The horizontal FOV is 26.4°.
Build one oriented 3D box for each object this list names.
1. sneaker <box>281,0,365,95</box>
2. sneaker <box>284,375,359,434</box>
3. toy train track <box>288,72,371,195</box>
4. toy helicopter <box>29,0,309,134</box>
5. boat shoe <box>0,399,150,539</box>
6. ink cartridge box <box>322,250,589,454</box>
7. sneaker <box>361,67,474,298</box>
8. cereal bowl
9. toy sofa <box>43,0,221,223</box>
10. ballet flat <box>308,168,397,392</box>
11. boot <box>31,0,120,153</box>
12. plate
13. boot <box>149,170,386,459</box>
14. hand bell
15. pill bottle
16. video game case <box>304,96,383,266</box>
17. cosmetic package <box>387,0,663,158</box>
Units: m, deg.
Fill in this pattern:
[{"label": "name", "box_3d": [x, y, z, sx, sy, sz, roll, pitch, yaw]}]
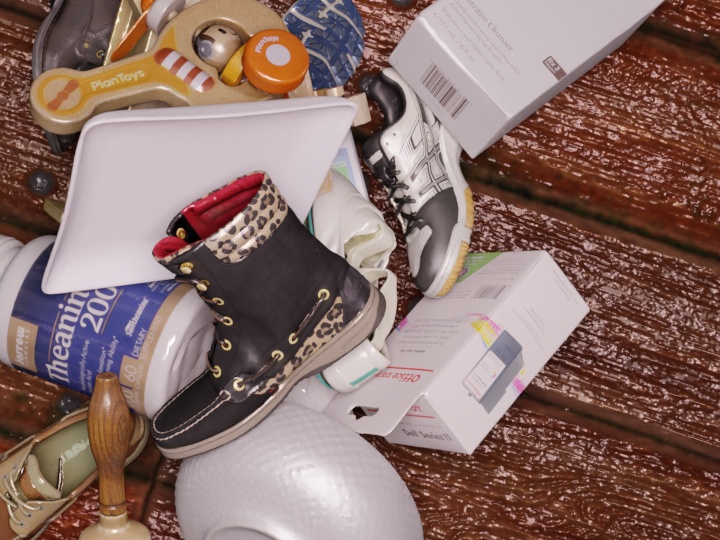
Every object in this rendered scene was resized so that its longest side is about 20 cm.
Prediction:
[{"label": "sneaker", "box_3d": [-0.074, -0.149, 1.233, 0.077, 0.085, 0.200, 47, 64, -28]}, {"label": "sneaker", "box_3d": [-0.074, 0.091, 1.228, 0.115, 0.074, 0.200, -16, 93, -5]}, {"label": "toy train track", "box_3d": [-0.069, -0.102, 1.163, 0.200, 0.033, 0.115, -20, 103, -33]}, {"label": "toy helicopter", "box_3d": [-0.144, -0.150, 1.097, 0.200, 0.079, 0.132, -20, 71, -23]}, {"label": "boat shoe", "box_3d": [-0.258, 0.165, 1.219, 0.200, 0.074, 0.076, -40, 87, -6]}, {"label": "ink cartridge box", "box_3d": [0.070, 0.075, 1.189, 0.200, 0.117, 0.067, -47, 112, -23]}, {"label": "sneaker", "box_3d": [0.040, -0.073, 1.237, 0.088, 0.076, 0.200, 10, 63, -20]}, {"label": "cereal bowl", "box_3d": [-0.057, 0.201, 1.162, 0.200, 0.200, 0.083, 35, 42, 1]}, {"label": "toy sofa", "box_3d": [-0.168, -0.120, 1.187, 0.098, 0.083, 0.200, 14, 94, -24]}, {"label": "ballet flat", "box_3d": [0.000, 0.000, 1.200, 0.069, 0.069, 0.200, 0, 59, -2]}, {"label": "boot", "box_3d": [-0.172, -0.187, 1.253, 0.174, 0.069, 0.200, 4, 75, -2]}, {"label": "plate", "box_3d": [-0.122, -0.060, 1.100, 0.199, 0.200, 0.032, -8, 59, -27]}, {"label": "boot", "box_3d": [-0.098, 0.033, 1.100, 0.200, 0.073, 0.151, -34, 122, 6]}, {"label": "hand bell", "box_3d": [-0.187, 0.172, 1.168, 0.104, 0.104, 0.200, 1, 110, -2]}, {"label": "pill bottle", "box_3d": [-0.219, 0.037, 1.206, 0.200, 0.111, 0.111, 19, 84, 13]}, {"label": "video game case", "box_3d": [-0.098, -0.068, 1.275, 0.200, 0.022, 0.182, -14, 85, -5]}, {"label": "cosmetic package", "box_3d": [0.134, -0.194, 1.234, 0.200, 0.081, 0.113, -40, 87, -27]}]
